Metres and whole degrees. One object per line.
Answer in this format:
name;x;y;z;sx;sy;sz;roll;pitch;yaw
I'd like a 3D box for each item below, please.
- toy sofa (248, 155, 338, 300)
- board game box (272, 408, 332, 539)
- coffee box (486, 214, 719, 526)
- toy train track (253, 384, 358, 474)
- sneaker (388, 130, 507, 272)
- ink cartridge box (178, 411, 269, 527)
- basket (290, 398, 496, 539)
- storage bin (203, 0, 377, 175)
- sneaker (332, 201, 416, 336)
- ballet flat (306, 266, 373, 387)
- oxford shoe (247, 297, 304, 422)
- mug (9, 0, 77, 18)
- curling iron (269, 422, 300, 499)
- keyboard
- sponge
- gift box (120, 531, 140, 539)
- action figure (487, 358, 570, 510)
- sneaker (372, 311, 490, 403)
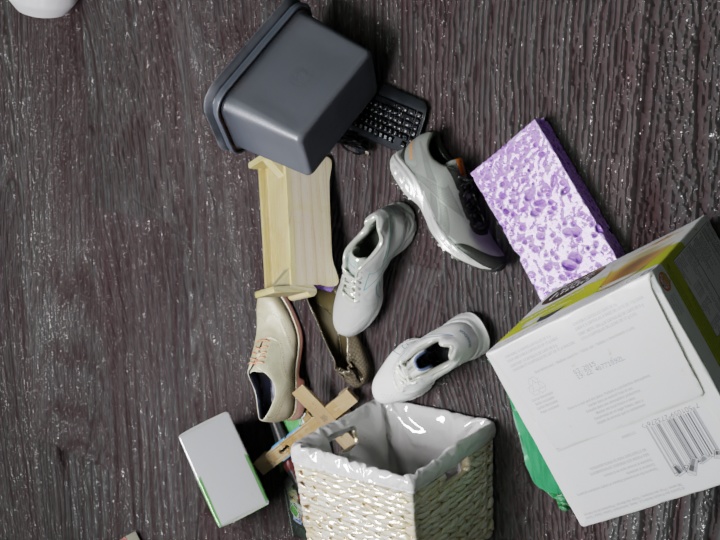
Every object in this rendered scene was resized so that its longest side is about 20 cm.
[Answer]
toy sofa;-0.094;-0.061;1.294;0.083;0.096;0.203;-14;78;63
board game box;-0.079;0.309;1.420;0.104;0.023;0.203;-4;98;41
coffee box;0.285;0.096;0.938;0.199;0.197;0.201;-31;90;39
toy train track;-0.078;0.230;1.363;0.200;0.033;0.115;-40;97;22
sneaker;0.114;-0.083;1.137;0.079;0.074;0.201;-44;73;29
ink cartridge box;-0.205;0.306;1.418;0.147;0.084;0.200;63;166;11
basket;0.045;0.278;1.197;0.198;0.197;0.163;8;107;37
storage bin;-0.076;-0.215;1.180;0.134;0.201;0.146;30;159;21
sneaker;0.000;0.000;1.235;0.070;0.080;0.202;35;115;26
ballet flat;-0.040;0.070;1.315;0.067;0.046;0.202;-25;84;39
oxford shoe;-0.129;0.123;1.377;0.070;0.073;0.203;-16;81;40
mug;-0.515;-0.508;1.538;0.148;0.187;0.155;13;122;2
curling iron;-0.098;0.279;1.401;0.049;0.026;0.201;-34;73;17
keyboard;-0.006;-0.201;1.229;0.199;0.039;0.105;29;117;32
sponge;0.217;-0.061;1.083;0.111;0.030;0.202;-37;77;39
gift box;-0.476;0.601;1.708;0.199;0.186;0.186;-30;83;24
action figure;0.227;0.194;1.119;0.117;0.054;0.202;-3;106;38
sneaker;0.074;0.118;1.206;0.200;0.087;0.075;-41;76;39
